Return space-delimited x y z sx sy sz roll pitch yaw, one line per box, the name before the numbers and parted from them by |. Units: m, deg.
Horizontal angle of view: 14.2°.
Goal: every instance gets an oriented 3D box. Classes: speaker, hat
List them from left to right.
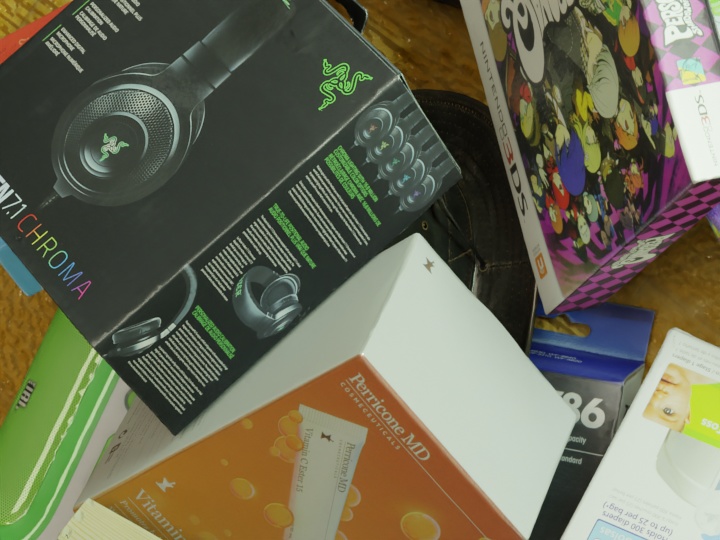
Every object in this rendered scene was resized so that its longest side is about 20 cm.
speaker | -0.142 0.079 1.499 0.088 0.088 0.201 25 90 20
hat | 0.000 0.000 1.440 0.200 0.081 0.202 -10 74 36

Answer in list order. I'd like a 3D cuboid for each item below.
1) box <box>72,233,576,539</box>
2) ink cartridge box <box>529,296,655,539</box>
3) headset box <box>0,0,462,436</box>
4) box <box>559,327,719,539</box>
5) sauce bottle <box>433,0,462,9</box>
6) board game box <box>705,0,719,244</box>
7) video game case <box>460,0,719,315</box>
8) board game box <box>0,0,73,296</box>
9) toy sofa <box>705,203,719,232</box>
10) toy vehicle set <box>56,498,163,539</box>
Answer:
box | -0.018 0.092 1.378 0.199 0.098 0.124 -30 111 35
ink cartridge box | 0.080 0.107 1.445 0.099 0.039 0.201 9 84 21
headset box | -0.075 -0.058 1.363 0.200 0.093 0.174 -41 53 -3
box | 0.153 0.149 1.346 0.112 0.102 0.201 23 68 21
sauce bottle | 0.028 -0.180 1.493 0.200 0.066 0.066 40 95 22
board game box | 0.193 -0.089 1.399 0.104 0.103 0.201 -27 74 6
video game case | 0.108 -0.094 1.332 0.036 0.200 0.182 -10 76 -19
board game box | -0.108 -0.092 1.494 0.199 0.040 0.153 -27 45 7
toy sofa | 0.224 -0.005 1.279 0.097 0.083 0.201 -33 82 3
toy vehicle set | -0.081 0.199 1.407 0.124 0.201 0.027 28 60 19
